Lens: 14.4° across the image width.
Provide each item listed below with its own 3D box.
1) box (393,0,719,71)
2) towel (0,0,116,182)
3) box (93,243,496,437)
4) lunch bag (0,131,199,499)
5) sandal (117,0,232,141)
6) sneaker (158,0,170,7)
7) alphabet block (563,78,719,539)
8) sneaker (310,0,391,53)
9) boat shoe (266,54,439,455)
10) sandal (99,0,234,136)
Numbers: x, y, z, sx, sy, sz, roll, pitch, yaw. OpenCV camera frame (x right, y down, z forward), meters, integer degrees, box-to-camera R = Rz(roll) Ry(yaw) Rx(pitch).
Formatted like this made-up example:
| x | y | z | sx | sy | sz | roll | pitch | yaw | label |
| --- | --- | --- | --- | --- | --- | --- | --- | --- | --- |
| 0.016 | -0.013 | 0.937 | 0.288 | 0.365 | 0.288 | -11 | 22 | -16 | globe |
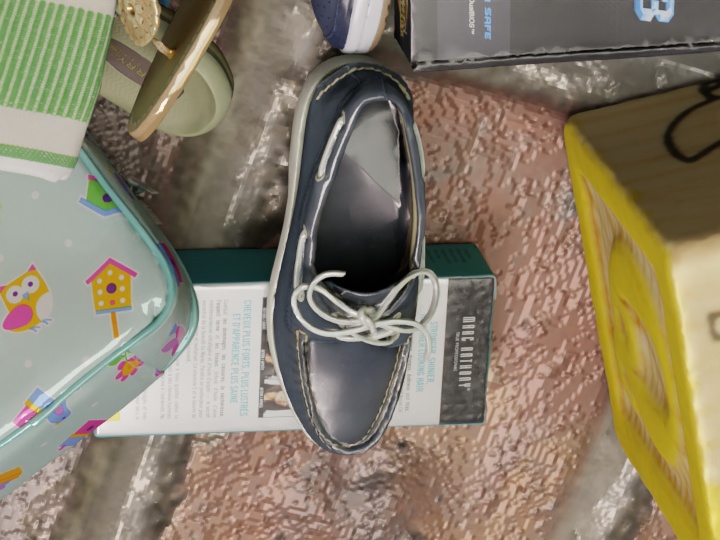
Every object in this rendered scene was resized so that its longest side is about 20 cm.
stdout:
| x | y | z | sx | sy | sz | roll | pitch | yaw | label |
| --- | --- | --- | --- | --- | --- | --- | --- | --- | --- |
| 0.114 | -0.196 | 1.295 | 0.198 | 0.050 | 0.201 | -3 | 112 | -7 | box |
| -0.169 | -0.145 | 1.217 | 0.152 | 0.023 | 0.201 | 8 | 90 | -33 | towel |
| -0.036 | 0.034 | 1.419 | 0.199 | 0.049 | 0.083 | -1 | 112 | -11 | box |
| -0.183 | 0.014 | 1.336 | 0.200 | 0.077 | 0.161 | -38 | 74 | 3 | lunch bag |
| -0.073 | -0.166 | 1.239 | 0.070 | 0.078 | 0.212 | 30 | 91 | -16 | sandal |
| -0.158 | -0.189 | 1.295 | 0.081 | 0.077 | 0.200 | -25 | 122 | 25 | sneaker |
| 0.229 | 0.018 | 1.391 | 0.199 | 0.195 | 0.197 | -15 | 113 | -7 | alphabet block |
| -0.046 | -0.194 | 1.309 | 0.108 | 0.070 | 0.201 | -8 | 107 | -13 | sneaker |
| 0.000 | 0.000 | 1.352 | 0.075 | 0.062 | 0.201 | 2 | 109 | -16 | boat shoe |
| -0.148 | -0.111 | 1.282 | 0.201 | 0.057 | 0.080 | 29 | 147 | -16 | sandal |
